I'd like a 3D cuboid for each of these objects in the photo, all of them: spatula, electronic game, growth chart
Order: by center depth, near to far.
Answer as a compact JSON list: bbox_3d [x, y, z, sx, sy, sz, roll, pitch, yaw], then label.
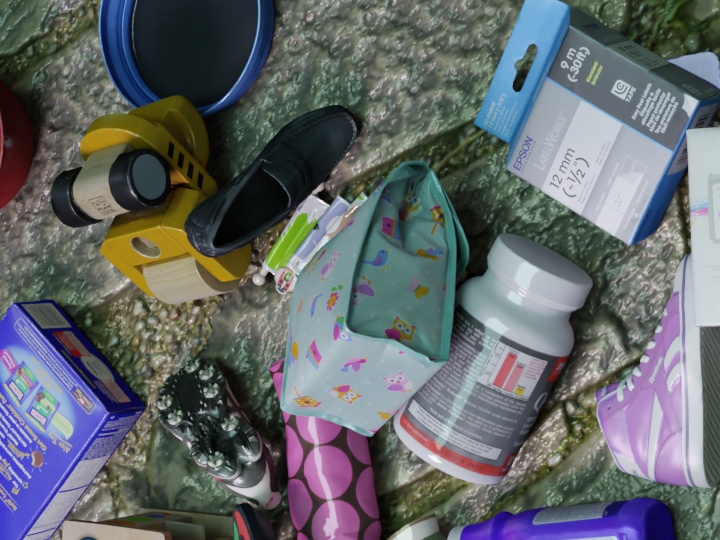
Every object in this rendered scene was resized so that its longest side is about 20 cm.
[{"bbox_3d":[0.222,-0.151,1.645,0.198,0.020,0.057,-6,93,31],"label":"spatula"},{"bbox_3d":[-0.091,0.318,1.750,0.041,0.200,0.202,-11,83,-11],"label":"electronic game"},{"bbox_3d":[0.000,0.000,1.779,0.199,0.018,0.146,35,106,25],"label":"growth chart"}]

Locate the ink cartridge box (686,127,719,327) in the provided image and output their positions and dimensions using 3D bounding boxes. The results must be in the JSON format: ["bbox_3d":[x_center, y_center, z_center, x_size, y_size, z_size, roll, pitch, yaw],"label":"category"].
[{"bbox_3d":[0.320,-0.055,1.533,0.067,0.116,0.202,-2,88,30],"label":"ink cartridge box"}]

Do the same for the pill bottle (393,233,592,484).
[{"bbox_3d":[0.120,0.077,1.650,0.115,0.116,0.201,34,106,26],"label":"pill bottle"}]

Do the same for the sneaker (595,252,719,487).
[{"bbox_3d":[0.253,0.082,1.599,0.113,0.072,0.203,5,92,33],"label":"sneaker"}]

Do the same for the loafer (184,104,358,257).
[{"bbox_3d":[-0.076,-0.081,1.748,0.200,0.068,0.070,-40,23,-14],"label":"loafer"}]

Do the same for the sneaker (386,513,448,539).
[{"bbox_3d":[0.020,0.319,1.735,0.200,0.067,0.090,-44,71,24],"label":"sneaker"}]

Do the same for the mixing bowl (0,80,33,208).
[{"bbox_3d":[-0.420,-0.133,1.974,0.199,0.108,0.202,0,91,31],"label":"mixing bowl"}]

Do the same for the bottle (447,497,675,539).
[{"bbox_3d":[0.172,0.240,1.636,0.198,0.083,0.066,-10,85,29],"label":"bottle"}]

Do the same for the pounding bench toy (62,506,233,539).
[{"bbox_3d":[-0.208,0.343,1.819,0.123,0.156,0.202,2,91,30],"label":"pounding bench toy"}]

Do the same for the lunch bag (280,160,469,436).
[{"bbox_3d":[0.012,0.020,1.658,0.170,0.121,0.201,130,154,-51],"label":"lunch bag"}]

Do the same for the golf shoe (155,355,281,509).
[{"bbox_3d":[-0.139,0.161,1.813,0.077,0.088,0.200,-35,37,-2],"label":"golf shoe"}]

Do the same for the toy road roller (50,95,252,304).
[{"bbox_3d":[-0.190,-0.077,1.825,0.122,0.200,0.147,-12,43,41],"label":"toy road roller"}]

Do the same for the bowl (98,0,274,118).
[{"bbox_3d":[-0.173,-0.249,1.869,0.199,0.039,0.203,0,89,30],"label":"bowl"}]

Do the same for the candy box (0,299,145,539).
[{"bbox_3d":[-0.344,0.161,1.946,0.169,0.077,0.200,46,110,21],"label":"candy box"}]

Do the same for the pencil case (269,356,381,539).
[{"bbox_3d":[-0.038,0.175,1.765,0.094,0.090,0.202,-19,76,63],"label":"pencil case"}]

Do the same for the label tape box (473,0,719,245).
[{"bbox_3d":[0.192,-0.136,1.615,0.199,0.066,0.144,32,117,19],"label":"label tape box"}]
